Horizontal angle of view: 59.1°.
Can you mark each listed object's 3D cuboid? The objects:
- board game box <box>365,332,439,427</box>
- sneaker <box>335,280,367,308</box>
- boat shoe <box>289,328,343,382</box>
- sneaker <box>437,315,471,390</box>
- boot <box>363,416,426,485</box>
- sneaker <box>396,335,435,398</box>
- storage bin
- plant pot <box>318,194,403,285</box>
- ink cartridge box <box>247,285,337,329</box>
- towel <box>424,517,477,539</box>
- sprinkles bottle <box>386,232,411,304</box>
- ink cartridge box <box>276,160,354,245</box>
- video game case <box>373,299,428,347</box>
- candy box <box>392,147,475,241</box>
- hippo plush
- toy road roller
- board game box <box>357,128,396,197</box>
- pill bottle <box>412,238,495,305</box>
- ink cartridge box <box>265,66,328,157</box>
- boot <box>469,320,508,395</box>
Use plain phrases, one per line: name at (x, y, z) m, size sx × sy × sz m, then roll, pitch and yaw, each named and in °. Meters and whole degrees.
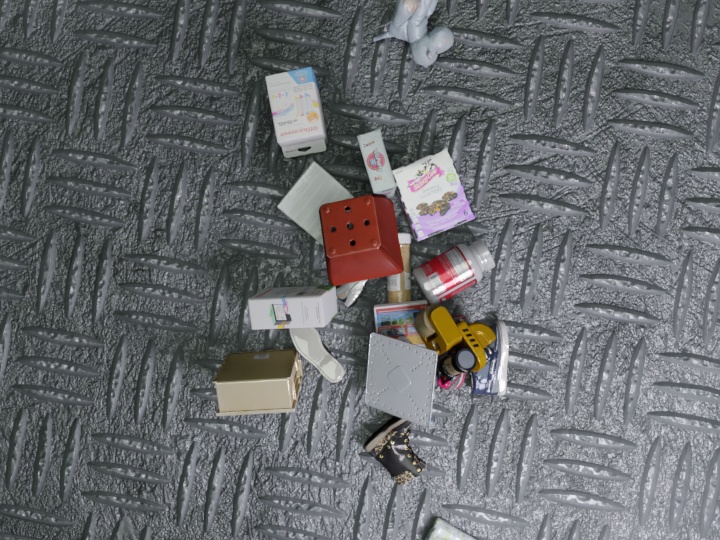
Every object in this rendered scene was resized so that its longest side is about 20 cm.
board game box at (0.105, 0.274, 1.618) m, size 0.199 × 0.026 × 0.202 m, roll 13°, pitch 106°, yaw 35°
sneaker at (0.000, 0.000, 1.703) m, size 0.079 × 0.074 × 0.201 m, roll 35°, pitch 92°, yaw 7°
boat shoe at (-0.119, 0.218, 1.713) m, size 0.074 × 0.060 × 0.200 m, roll -43°, pitch 90°, yaw -12°
sneaker at (0.252, 0.219, 1.676) m, size 0.080 × 0.074 × 0.202 m, roll 8°, pitch 89°, yaw 32°
boot at (0.123, 0.465, 1.691) m, size 0.200 × 0.073 × 0.151 m, roll -40°, pitch 88°, yaw 10°
sneaker at (0.112, 0.275, 1.675) m, size 0.114 × 0.075 × 0.201 m, roll -24°, pitch 109°, yaw 9°
storage bin at (-0.262, 0.283, 1.654) m, size 0.198 × 0.199 × 0.095 m, roll -4°, pitch 107°, yaw 3°
plant pot at (-0.012, -0.090, 1.593) m, size 0.198 × 0.176 × 0.202 m, roll -11°, pitch 77°, yaw 9°
ink cartridge box at (-0.174, 0.095, 1.655) m, size 0.198 × 0.145 × 0.085 m, roll -3°, pitch 99°, yaw 13°
towel at (0.234, 0.793, 1.703) m, size 0.170 × 0.048 × 0.201 m, roll 28°, pitch 91°, yaw 1°
sprinkles bottle at (0.102, 0.001, 1.699) m, size 0.067 × 0.068 × 0.202 m, roll -1°, pitch 90°, yaw 2°
ink cartridge box at (-0.104, -0.174, 1.731) m, size 0.200 × 0.050 × 0.163 m, roll 40°, pitch 91°, yaw -16°
video game case at (0.115, 0.179, 1.688) m, size 0.141 × 0.017 × 0.202 m, roll -6°, pitch 111°, yaw 2°
candy box at (0.190, -0.200, 1.694) m, size 0.166 × 0.072 × 0.202 m, roll -22°, pitch 89°, yaw 2°
hippo plush at (0.155, -0.623, 1.653) m, size 0.199 × 0.159 × 0.161 m, roll -34°, pitch 88°, yaw 1°
toy road roller at (0.244, 0.164, 1.598) m, size 0.145 × 0.123 × 0.201 m, roll -30°, pitch 82°, yaw -21°
board game box at (0.043, -0.266, 1.636) m, size 0.064 × 0.200 × 0.149 m, roll -16°, pitch 89°, yaw 1°
pill bottle at (0.247, 0.002, 1.671) m, size 0.199 × 0.112 × 0.113 m, roll -29°, pitch 89°, yaw 2°
ink cartridge box at (-0.164, -0.411, 1.683) m, size 0.127 × 0.125 × 0.202 m, roll -11°, pitch 89°, yaw 2°
boot at (0.339, 0.233, 1.685) m, size 0.089 × 0.073 × 0.202 m, roll 1°, pitch 91°, yaw -3°
